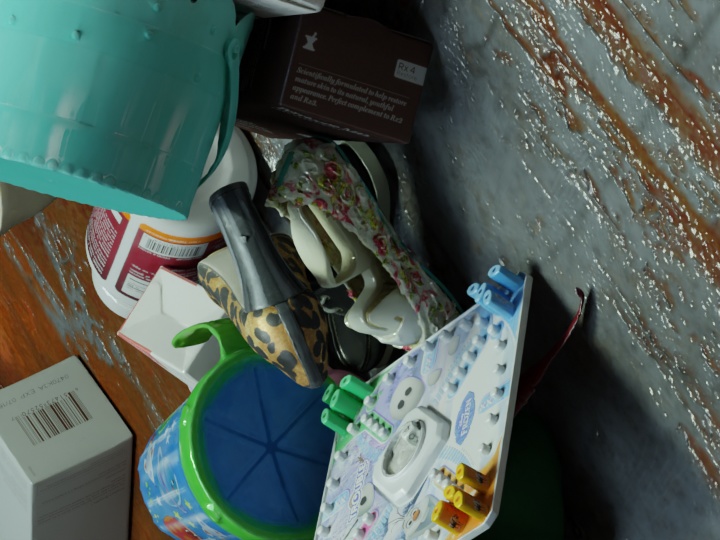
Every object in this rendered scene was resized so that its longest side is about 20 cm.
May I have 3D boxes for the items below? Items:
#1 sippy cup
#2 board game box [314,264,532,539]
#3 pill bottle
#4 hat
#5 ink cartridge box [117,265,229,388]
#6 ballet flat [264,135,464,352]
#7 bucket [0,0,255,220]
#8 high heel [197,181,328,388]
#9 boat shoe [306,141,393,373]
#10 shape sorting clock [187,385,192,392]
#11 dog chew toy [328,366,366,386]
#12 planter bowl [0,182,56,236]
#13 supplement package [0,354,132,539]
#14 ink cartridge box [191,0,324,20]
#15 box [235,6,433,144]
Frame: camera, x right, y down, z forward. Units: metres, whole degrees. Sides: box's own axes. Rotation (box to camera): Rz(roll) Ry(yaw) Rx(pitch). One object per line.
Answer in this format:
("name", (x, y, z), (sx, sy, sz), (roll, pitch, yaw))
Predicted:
("sippy cup", (-0.087, 0.135, 1.738), (0.139, 0.179, 0.130), (27, 152, -22))
("board game box", (0.027, 0.114, 1.587), (0.026, 0.201, 0.200), (32, 135, -22))
("pill bottle", (-0.153, -0.039, 1.945), (0.113, 0.113, 0.200), (58, 154, 14))
("hat", (0.092, 0.098, 1.657), (0.199, 0.165, 0.177), (8, 87, 38))
("ink cartridge box", (-0.073, 0.084, 1.891), (0.200, 0.068, 0.116), (38, 172, -34))
("ballet flat", (0.000, 0.000, 1.662), (0.075, 0.064, 0.200), (-12, 123, 50))
("bucket", (-0.175, -0.118, 1.562), (0.207, 0.206, 0.136), (7, 81, 62))
("high heel", (-0.054, 0.040, 1.663), (0.200, 0.071, 0.143), (76, 170, -69))
("boat shoe", (-0.017, -0.003, 1.765), (0.072, 0.067, 0.201), (42, 150, 39))
("shape sorting clock", (-0.097, 0.127, 2.075), (0.200, 0.039, 0.201), (44, 148, 38))
("dog chew toy", (-0.003, 0.164, 1.819), (0.124, 0.124, 0.201), (-4, 108, 64))
("planter bowl", (-0.293, -0.142, 2.101), (0.200, 0.134, 0.201), (46, 150, 37))
("supplement package", (-0.302, 0.202, 2.458), (0.117, 0.117, 0.201), (50, 151, 29))
("ink cartridge box", (-0.083, -0.238, 1.579), (0.200, 0.084, 0.146), (7, 80, 62))
("box", (-0.047, -0.130, 1.647), (0.200, 0.100, 0.075), (4, 80, 62))
